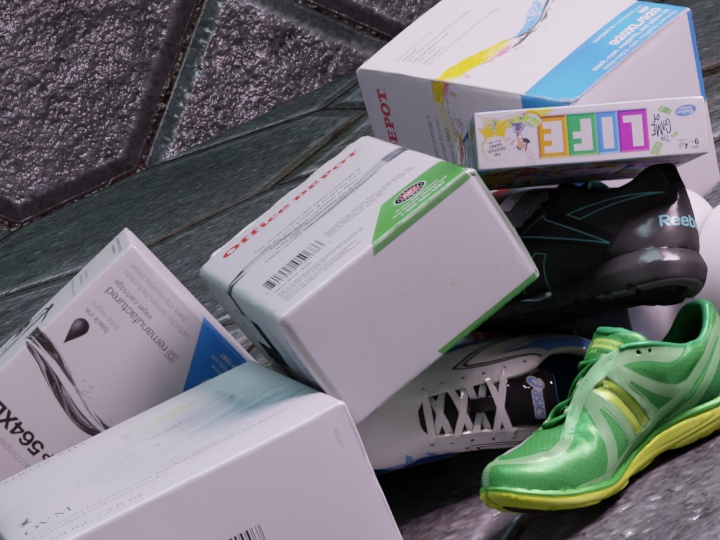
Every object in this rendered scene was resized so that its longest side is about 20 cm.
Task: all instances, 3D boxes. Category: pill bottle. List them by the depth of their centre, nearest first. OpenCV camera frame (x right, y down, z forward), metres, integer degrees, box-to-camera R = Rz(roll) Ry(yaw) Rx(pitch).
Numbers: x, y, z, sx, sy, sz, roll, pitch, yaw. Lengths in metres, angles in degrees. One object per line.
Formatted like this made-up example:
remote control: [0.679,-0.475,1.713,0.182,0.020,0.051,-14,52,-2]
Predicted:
pill bottle: [0.167,0.004,1.471,0.199,0.117,0.116,0,23,36]

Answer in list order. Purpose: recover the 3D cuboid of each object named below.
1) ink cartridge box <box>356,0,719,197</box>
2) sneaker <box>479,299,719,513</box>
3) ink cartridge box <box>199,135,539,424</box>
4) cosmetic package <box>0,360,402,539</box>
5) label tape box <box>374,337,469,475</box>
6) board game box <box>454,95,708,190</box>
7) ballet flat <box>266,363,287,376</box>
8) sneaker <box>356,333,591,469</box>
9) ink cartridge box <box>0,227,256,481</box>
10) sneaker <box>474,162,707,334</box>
ink cartridge box: [0.127,-0.104,1.629,0.199,0.148,0.144,14,42,41]
sneaker: [0.139,0.078,1.310,0.199,0.084,0.074,-28,10,-31]
ink cartridge box: [0.000,0.000,1.388,0.146,0.083,0.200,-39,18,-8]
cosmetic package: [-0.102,0.156,1.332,0.198,0.124,0.200,-26,11,-15]
label tape box: [0.034,0.074,1.577,0.143,0.064,0.200,-16,13,30]
board game box: [0.129,-0.075,1.396,0.133,0.035,0.200,-5,-2,0]
ballet flat: [-0.080,0.111,1.475,0.200,0.071,0.071,-44,9,9]
sneaker: [0.073,0.077,1.386,0.198,0.073,0.072,-10,1,-23]
ink cartridge box: [-0.178,0.095,1.544,0.200,0.146,0.084,-44,13,0]
sneaker: [0.127,-0.008,1.388,0.199,0.080,0.075,-15,-17,43]
